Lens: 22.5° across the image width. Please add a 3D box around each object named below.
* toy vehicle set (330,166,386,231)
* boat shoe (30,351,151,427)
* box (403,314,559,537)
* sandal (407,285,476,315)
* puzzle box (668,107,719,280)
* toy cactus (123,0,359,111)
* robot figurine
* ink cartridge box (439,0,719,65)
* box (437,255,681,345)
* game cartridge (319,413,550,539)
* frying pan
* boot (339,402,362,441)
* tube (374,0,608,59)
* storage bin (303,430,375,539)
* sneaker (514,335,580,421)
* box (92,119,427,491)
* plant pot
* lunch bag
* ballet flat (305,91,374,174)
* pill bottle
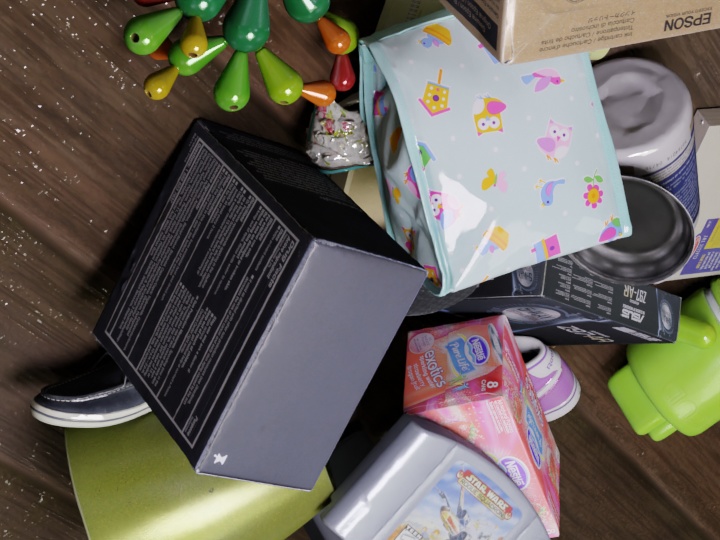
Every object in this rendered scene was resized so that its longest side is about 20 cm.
[{"bbox_3d":[0.065,-0.068,1.535,0.198,0.027,0.125,-8,138,-24],"label":"toy vehicle set"},{"bbox_3d":[-0.184,0.083,1.516,0.198,0.074,0.063,-14,111,-26],"label":"boat shoe"},{"bbox_3d":[0.111,0.148,1.627,0.094,0.103,0.201,-10,132,16],"label":"box"},{"bbox_3d":[-0.001,-0.001,1.518,0.198,0.048,0.076,-2,138,-8],"label":"sandal"},{"bbox_3d":[0.338,-0.071,1.698,0.132,0.026,0.201,-6,137,-26],"label":"puzzle box"},{"bbox_3d":[-0.076,-0.195,1.276,0.198,0.102,0.166,2,114,-29],"label":"toy cactus"},{"bbox_3d":[0.346,0.084,1.798,0.200,0.116,0.175,-39,149,18],"label":"robot figurine"},{"bbox_3d":[0.154,-0.227,1.291,0.198,0.165,0.076,-11,126,-19],"label":"ink cartridge box"},{"bbox_3d":[0.164,0.026,1.611,0.159,0.044,0.199,-3,165,44],"label":"box"},{"bbox_3d":[0.073,0.216,1.556,0.133,0.042,0.200,-46,121,4],"label":"game cartridge"},{"bbox_3d":[0.194,-0.061,1.469,0.114,0.031,0.190,-27,116,37],"label":"frying pan"},{"bbox_3d":[-0.075,0.132,1.641,0.145,0.071,0.201,-19,141,-8],"label":"boot"},{"bbox_3d":[0.103,-0.192,1.405,0.198,0.052,0.059,1,90,-27],"label":"tube"},{"bbox_3d":[-0.004,0.245,1.690,0.145,0.135,0.200,-33,164,-11],"label":"storage bin"},{"bbox_3d":[0.098,0.117,1.717,0.199,0.073,0.114,-27,142,14],"label":"sneaker"},{"bbox_3d":[-0.080,0.027,1.377,0.123,0.198,0.201,15,110,-39],"label":"box"},{"bbox_3d":[-0.127,0.180,1.546,0.198,0.188,0.188,-19,142,0],"label":"plant pot"},{"bbox_3d":[0.093,-0.104,1.355,0.169,0.122,0.202,-18,103,-14],"label":"lunch bag"},{"bbox_3d":[0.047,-0.123,1.436,0.198,0.075,0.065,-12,106,-27],"label":"ballet flat"},{"bbox_3d":[0.235,-0.078,1.559,0.110,0.111,0.201,-24,141,-5],"label":"pill bottle"}]
